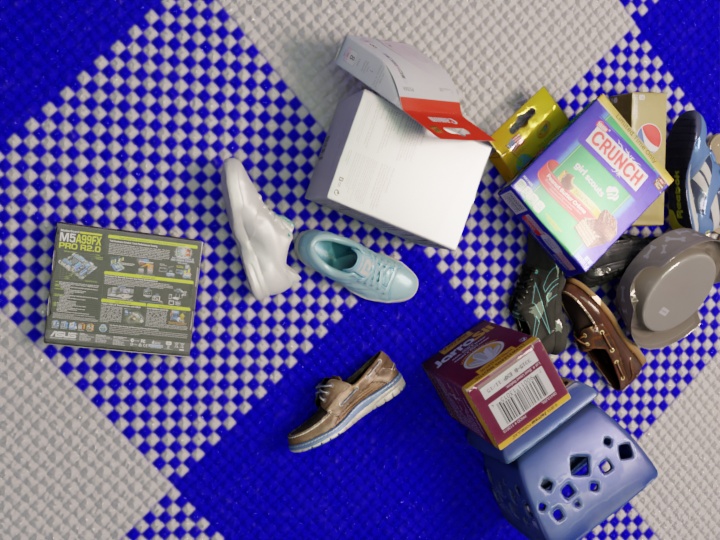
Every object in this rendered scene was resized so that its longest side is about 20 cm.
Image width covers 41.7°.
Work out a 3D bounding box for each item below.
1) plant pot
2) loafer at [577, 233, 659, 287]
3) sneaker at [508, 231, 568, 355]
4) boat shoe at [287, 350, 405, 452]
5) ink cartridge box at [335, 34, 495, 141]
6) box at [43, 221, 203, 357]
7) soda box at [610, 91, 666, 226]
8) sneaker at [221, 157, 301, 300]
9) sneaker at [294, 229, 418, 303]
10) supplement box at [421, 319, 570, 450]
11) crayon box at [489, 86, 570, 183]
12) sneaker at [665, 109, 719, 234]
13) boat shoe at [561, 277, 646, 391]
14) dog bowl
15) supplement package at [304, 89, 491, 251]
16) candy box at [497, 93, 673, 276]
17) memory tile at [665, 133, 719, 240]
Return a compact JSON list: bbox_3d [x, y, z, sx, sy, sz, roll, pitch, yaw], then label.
[{"bbox_3d":[0.282,0.268,1.402,0.198,0.200,0.182,-33,96,-10],"label":"plant pot"},{"bbox_3d":[0.417,-0.031,1.479,0.197,0.068,0.071,-14,66,-23],"label":"loafer"},{"bbox_3d":[0.268,0.033,1.439,0.078,0.075,0.205,-7,96,-12],"label":"sneaker"},{"bbox_3d":[-0.031,0.188,1.375,0.198,0.072,0.073,-32,97,-21],"label":"boat shoe"},{"bbox_3d":[0.084,-0.248,1.282,0.161,0.199,0.058,-9,129,-54],"label":"ink cartridge box"},{"bbox_3d":[-0.322,0.027,1.290,0.196,0.044,0.164,6,92,-16],"label":"box"},{"bbox_3d":[0.430,-0.171,1.471,0.063,0.068,0.205,-2,95,-16],"label":"soda box"},{"bbox_3d":[-0.137,-0.066,1.321,0.087,0.075,0.204,-17,109,-10],"label":"sneaker"},{"bbox_3d":[0.000,0.000,1.358,0.197,0.082,0.075,19,90,-16],"label":"sneaker"},{"bbox_3d":[0.190,0.158,1.361,0.130,0.200,0.104,-34,101,-10],"label":"supplement box"},{"bbox_3d":[0.285,-0.161,1.441,0.127,0.051,0.201,-41,104,-9],"label":"crayon box"},{"bbox_3d":[0.530,-0.151,1.484,0.081,0.074,0.204,-9,105,-13],"label":"sneaker"},{"bbox_3d":[0.369,0.102,1.473,0.070,0.070,0.200,-45,104,-12],"label":"boat shoe"},{"bbox_3d":[0.480,0.024,1.462,0.197,0.059,0.203,-17,131,-20],"label":"dog bowl"},{"bbox_3d":[0.049,-0.135,1.325,0.197,0.150,0.155,21,88,-15],"label":"supplement package"},{"bbox_3d":[0.329,-0.123,1.380,0.200,0.077,0.169,-44,94,-10],"label":"candy box"},{"bbox_3d":[0.576,-0.107,1.544,0.152,0.017,0.203,-30,102,-11],"label":"memory tile"}]
